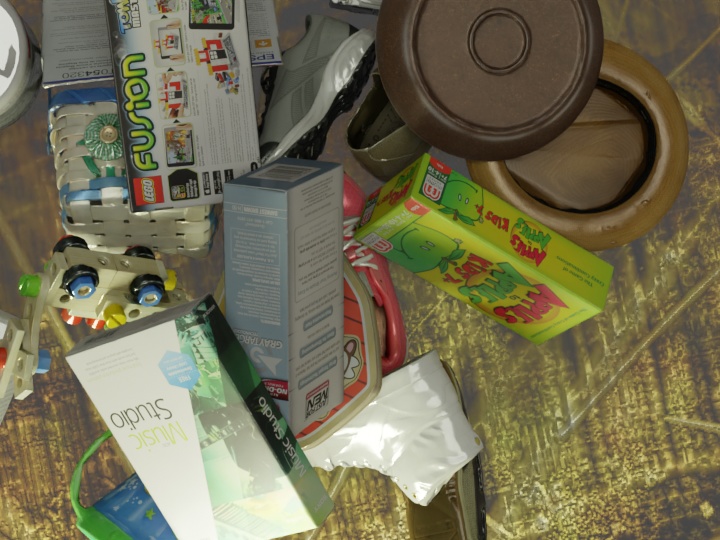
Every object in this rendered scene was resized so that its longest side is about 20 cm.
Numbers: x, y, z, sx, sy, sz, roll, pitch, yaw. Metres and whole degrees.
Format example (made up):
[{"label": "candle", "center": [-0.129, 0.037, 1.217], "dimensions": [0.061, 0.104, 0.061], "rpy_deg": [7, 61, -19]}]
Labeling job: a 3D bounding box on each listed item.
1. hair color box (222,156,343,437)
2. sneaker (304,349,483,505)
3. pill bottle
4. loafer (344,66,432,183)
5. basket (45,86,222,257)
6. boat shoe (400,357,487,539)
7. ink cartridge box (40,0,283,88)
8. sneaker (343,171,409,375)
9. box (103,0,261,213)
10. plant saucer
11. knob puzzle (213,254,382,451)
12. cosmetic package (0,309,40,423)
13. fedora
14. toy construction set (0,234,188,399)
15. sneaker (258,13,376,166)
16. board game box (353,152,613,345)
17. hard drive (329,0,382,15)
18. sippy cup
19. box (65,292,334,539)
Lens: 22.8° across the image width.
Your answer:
[{"label": "hair color box", "center": [-0.059, 0.021, 1.407], "dimensions": [0.060, 0.099, 0.202], "rpy_deg": [8, 108, 25]}, {"label": "sneaker", "center": [0.011, 0.159, 1.523], "dimensions": [0.199, 0.074, 0.116], "rpy_deg": [-30, 90, 34]}, {"label": "pill bottle", "center": [-0.321, -0.171, 1.472], "dimensions": [0.113, 0.200, 0.115], "rpy_deg": [0, 90, -5]}, {"label": "loafer", "center": [0.054, -0.165, 1.539], "dimensions": [0.076, 0.067, 0.201], "rpy_deg": [38, 106, 32]}, {"label": "basket", "center": [-0.182, -0.117, 1.524], "dimensions": [0.175, 0.139, 0.201], "rpy_deg": [-1, 56, -5]}, {"label": "boat shoe", "center": [0.071, 0.177, 1.572], "dimensions": [0.073, 0.065, 0.202], "rpy_deg": [-6, 83, 24]}, {"label": "ink cartridge box", "center": [-0.168, -0.200, 1.497], "dimensions": [0.195, 0.201, 0.044], "rpy_deg": [-5, 129, -4]}, {"label": "sneaker", "center": [0.000, 0.000, 1.555], "dimensions": [0.073, 0.087, 0.201], "rpy_deg": [-20, 91, -5]}, {"label": "box", "center": [-0.137, -0.149, 1.392], "dimensions": [0.109, 0.035, 0.202], "rpy_deg": [-6, 112, -5]}, {"label": "plant saucer", "center": [0.112, -0.191, 1.494], "dimensions": [0.199, 0.034, 0.202], "rpy_deg": [-1, 96, -9]}, {"label": "knob puzzle", "center": [-0.065, 0.066, 1.516], "dimensions": [0.218, 0.030, 0.221], "rpy_deg": [-11, 70, 32]}, {"label": "cosmetic package", "center": [-0.347, 0.128, 1.519], "dimensions": [0.071, 0.101, 0.201], "rpy_deg": [23, 87, -3]}, {"label": "fedora", "center": [0.185, -0.109, 1.573], "dimensions": [0.199, 0.082, 0.202], "rpy_deg": [0, 90, -7]}, {"label": "toy construction set", "center": [-0.221, 0.042, 1.479], "dimensions": [0.092, 0.199, 0.131], "rpy_deg": [53, 126, 28]}, {"label": "sneaker", "center": [-0.059, -0.140, 1.546], "dimensions": [0.079, 0.074, 0.201], "rpy_deg": [28, 63, 8]}, {"label": "board game box", "center": [0.106, -0.015, 1.530], "dimensions": [0.199, 0.101, 0.048], "rpy_deg": [30, 58, -17]}, {"label": "hard drive", "center": [0.080, -0.287, 1.588], "dimensions": [0.198, 0.038, 0.141], "rpy_deg": [9, 89, -5]}, {"label": "sippy cup", "center": [-0.151, 0.210, 1.527], "dimensions": [0.131, 0.139, 0.178], "rpy_deg": [-51, 130, -14]}, {"label": "box", "center": [-0.125, 0.125, 1.394], "dimensions": [0.144, 0.036, 0.201], "rpy_deg": [-19, 109, 37]}]
